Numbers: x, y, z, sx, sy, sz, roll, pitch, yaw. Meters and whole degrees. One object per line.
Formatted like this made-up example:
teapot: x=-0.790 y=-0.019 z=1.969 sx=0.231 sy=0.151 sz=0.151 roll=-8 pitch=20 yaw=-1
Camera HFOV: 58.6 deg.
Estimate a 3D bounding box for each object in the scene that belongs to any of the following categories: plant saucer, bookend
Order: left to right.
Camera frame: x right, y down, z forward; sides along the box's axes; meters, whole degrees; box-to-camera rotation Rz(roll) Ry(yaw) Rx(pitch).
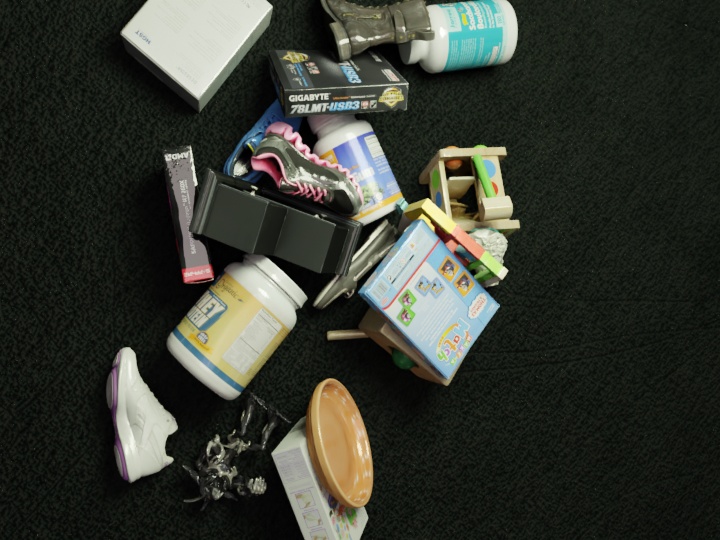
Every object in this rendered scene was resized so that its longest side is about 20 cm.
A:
bookend: x=-0.119 y=-0.066 z=0.966 sx=0.194 sy=0.200 sz=0.094 roll=21 pitch=95 yaw=13
plant saucer: x=-0.036 y=0.278 z=1.028 sx=0.037 sy=0.200 sz=0.205 roll=-20 pitch=94 yaw=16

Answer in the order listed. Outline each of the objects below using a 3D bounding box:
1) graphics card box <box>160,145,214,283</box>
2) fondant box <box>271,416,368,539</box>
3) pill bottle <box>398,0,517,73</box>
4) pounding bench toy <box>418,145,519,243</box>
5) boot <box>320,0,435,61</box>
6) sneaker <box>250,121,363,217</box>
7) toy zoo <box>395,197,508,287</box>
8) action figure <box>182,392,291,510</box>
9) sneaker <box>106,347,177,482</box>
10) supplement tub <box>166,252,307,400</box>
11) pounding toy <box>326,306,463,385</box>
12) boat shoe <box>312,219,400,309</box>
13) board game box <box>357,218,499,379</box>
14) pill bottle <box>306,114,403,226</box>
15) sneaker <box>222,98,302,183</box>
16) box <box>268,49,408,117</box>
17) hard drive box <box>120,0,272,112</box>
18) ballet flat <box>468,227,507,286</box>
graphics card box: x=-0.269 y=-0.081 z=1.006 sx=0.049 sy=0.125 sz=0.206 roll=-9 pitch=91 yaw=-12
fondant box: x=-0.061 y=0.349 z=1.028 sx=0.057 sy=0.144 sz=0.205 roll=-21 pitch=93 yaw=16
pill bottle: x=0.168 y=-0.411 z=1.130 sx=0.195 sy=0.111 sz=0.114 roll=-11 pitch=91 yaw=-14
pounding bench toy: x=0.189 y=-0.137 z=1.069 sx=0.121 sy=0.200 sz=0.161 roll=-4 pitch=77 yaw=-13
boot: x=0.027 y=-0.420 z=1.067 sx=0.170 sy=0.070 sz=0.203 roll=-15 pitch=53 yaw=-3
sneaker: x=-0.087 y=-0.139 z=0.997 sx=0.198 sy=0.079 sz=0.096 roll=36 pitch=50 yaw=3
toy zoo: x=0.133 y=-0.045 z=1.035 sx=0.199 sy=0.131 sz=0.021 roll=41 pitch=73 yaw=-4
action figure: x=-0.203 y=0.301 z=1.023 sx=0.118 sy=0.102 sz=0.202 roll=38 pitch=78 yaw=-21
sneaker: x=-0.346 y=0.222 z=1.016 sx=0.097 sy=0.074 sz=0.206 roll=-7 pitch=90 yaw=-32
supplement tub: x=-0.191 y=0.082 z=1.009 sx=0.144 sy=0.144 sz=0.201 roll=41 pitch=80 yaw=-9
pounding toy: x=0.080 y=0.088 z=1.094 sx=0.183 sy=0.142 sz=0.202 roll=39 pitch=76 yaw=-17
boat shoe: x=0.000 y=0.000 z=1.099 sx=0.057 sy=0.067 sz=0.201 roll=42 pitch=76 yaw=-4
board game box: x=0.111 y=0.046 z=1.011 sx=0.200 sy=0.036 sz=0.152 roll=45 pitch=74 yaw=-16
pill bottle: x=-0.014 y=-0.180 z=1.077 sx=0.110 sy=0.112 sz=0.204 roll=-27 pitch=94 yaw=-13
sneaker: x=-0.155 y=-0.217 z=1.063 sx=0.065 sy=0.078 sz=0.202 roll=37 pitch=79 yaw=-8
box: x=-0.042 y=-0.309 z=1.038 sx=0.193 sy=0.202 sz=0.051 roll=-7 pitch=126 yaw=-12
hard drive box: x=-0.262 y=-0.393 z=1.042 sx=0.155 sy=0.077 sz=0.202 roll=39 pitch=80 yaw=-9
ballet flat: x=0.219 y=-0.015 z=1.088 sx=0.070 sy=0.200 sz=0.074 roll=-4 pitch=76 yaw=15
